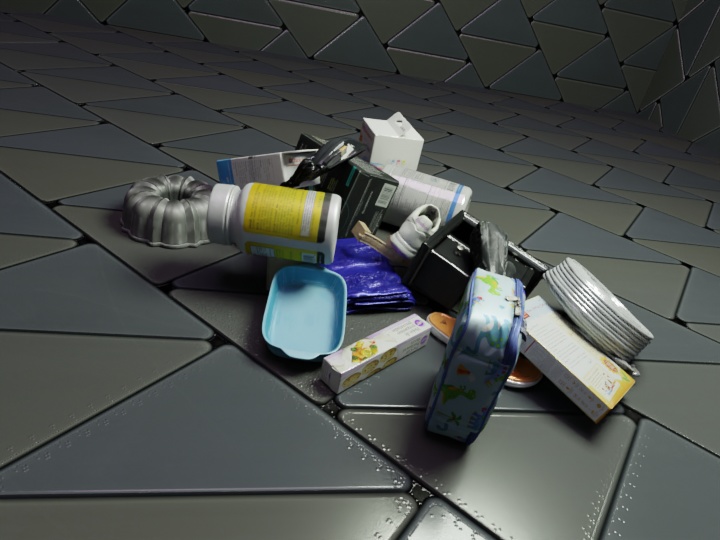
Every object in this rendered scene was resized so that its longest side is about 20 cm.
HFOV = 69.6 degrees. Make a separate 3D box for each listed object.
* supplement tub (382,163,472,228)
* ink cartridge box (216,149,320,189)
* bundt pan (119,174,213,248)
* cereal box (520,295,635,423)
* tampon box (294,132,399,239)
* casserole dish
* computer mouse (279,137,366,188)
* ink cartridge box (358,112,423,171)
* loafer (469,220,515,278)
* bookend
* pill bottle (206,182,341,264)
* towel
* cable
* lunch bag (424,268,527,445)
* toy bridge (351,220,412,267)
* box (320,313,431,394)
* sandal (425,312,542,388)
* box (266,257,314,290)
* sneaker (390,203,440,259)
[{"bbox_3d":[0.136,-0.149,1.156,0.199,0.133,0.132,19,32,13],"label":"supplement tub"},{"bbox_3d":[-0.159,-0.189,0.987,0.199,0.067,0.116,2,14,30],"label":"ink cartridge box"},{"bbox_3d":[-0.356,-0.125,0.997,0.200,0.076,0.202,10,31,-6],"label":"bundt pan"},{"bbox_3d":[0.314,0.127,0.801,0.143,0.040,0.200,-9,47,-49],"label":"cereal box"},{"bbox_3d":[-0.051,-0.169,1.080,0.126,0.151,0.200,5,27,-48],"label":"tampon box"},{"bbox_3d":[-0.084,0.067,0.795,0.120,0.039,0.201,9,40,-6],"label":"casserole dish"},{"bbox_3d":[-0.055,-0.197,0.882,0.200,0.046,0.140,-36,9,-31],"label":"computer mouse"},{"bbox_3d":[0.063,-0.277,1.271,0.124,0.201,0.129,2,32,-17],"label":"ink cartridge box"},{"bbox_3d":[0.216,0.001,0.828,0.070,0.068,0.201,16,48,-7],"label":"loafer"},{"bbox_3d":[0.209,0.006,0.928,0.198,0.092,0.200,37,36,13],"label":"bookend"},{"bbox_3d":[-0.135,-0.078,0.830,0.199,0.115,0.115,8,31,-2],"label":"pill bottle"},{"bbox_3d":[0.000,0.000,0.945,0.147,0.050,0.200,-1,33,-23],"label":"towel"},{"bbox_3d":[0.407,0.065,0.896,0.200,0.069,0.200,41,21,-9],"label":"cable"},{"bbox_3d":[0.150,0.108,0.676,0.082,0.201,0.161,18,31,8],"label":"lunch bag"},{"bbox_3d":[0.068,-0.038,0.980,0.199,0.027,0.067,18,28,-41],"label":"toy bridge"},{"bbox_3d":[0.027,0.119,0.770,0.199,0.042,0.039,-19,43,-42],"label":"box"},{"bbox_3d":[0.194,0.110,0.825,0.206,0.060,0.079,31,36,28],"label":"sandal"},{"bbox_3d":[-0.130,-0.044,0.952,0.082,0.069,0.200,3,33,-12],"label":"box"},{"bbox_3d":[0.123,-0.081,0.979,0.075,0.100,0.200,43,22,1],"label":"sneaker"}]
